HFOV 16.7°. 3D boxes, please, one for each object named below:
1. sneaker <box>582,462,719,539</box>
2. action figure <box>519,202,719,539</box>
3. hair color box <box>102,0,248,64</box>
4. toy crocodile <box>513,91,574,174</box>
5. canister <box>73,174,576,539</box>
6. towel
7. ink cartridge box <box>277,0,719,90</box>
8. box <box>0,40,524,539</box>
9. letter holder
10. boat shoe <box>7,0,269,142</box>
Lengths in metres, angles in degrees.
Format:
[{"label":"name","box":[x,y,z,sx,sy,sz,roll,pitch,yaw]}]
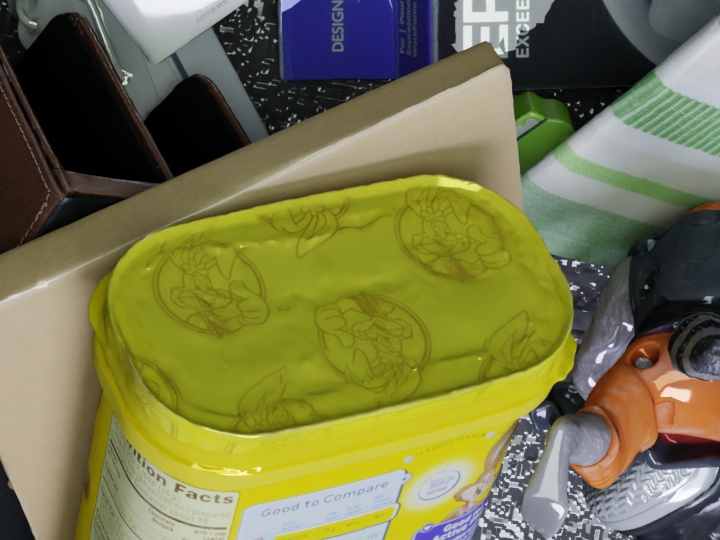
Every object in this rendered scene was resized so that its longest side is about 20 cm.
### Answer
[{"label":"sneaker","box":[0.191,0.054,0.972,0.200,0.075,0.114,-44,106,6]},{"label":"action figure","box":[0.148,0.026,0.840,0.200,0.194,0.105,-8,113,11]},{"label":"hair color box","box":[-0.088,-0.178,0.803,0.100,0.061,0.200,-34,117,7]},{"label":"toy crocodile","box":[0.000,0.000,0.936,0.200,0.068,0.062,-35,103,6]},{"label":"canister","box":[-0.024,0.072,0.822,0.148,0.087,0.200,-13,145,-24]},{"label":"towel","box":[0.157,-0.061,0.885,0.152,0.023,0.200,13,138,-42]},{"label":"ink cartridge box","box":[0.067,-0.168,0.927,0.200,0.043,0.198,-3,102,-5]},{"label":"box","box":[-0.036,0.016,0.837,0.200,0.021,0.164,-24,146,-9]},{"label":"letter holder","box":[-0.139,-0.003,0.883,0.101,0.142,0.200,5,133,-43]},{"label":"boat shoe","box":[-0.096,-0.095,0.905,0.065,0.074,0.200,-31,102,-5]}]
